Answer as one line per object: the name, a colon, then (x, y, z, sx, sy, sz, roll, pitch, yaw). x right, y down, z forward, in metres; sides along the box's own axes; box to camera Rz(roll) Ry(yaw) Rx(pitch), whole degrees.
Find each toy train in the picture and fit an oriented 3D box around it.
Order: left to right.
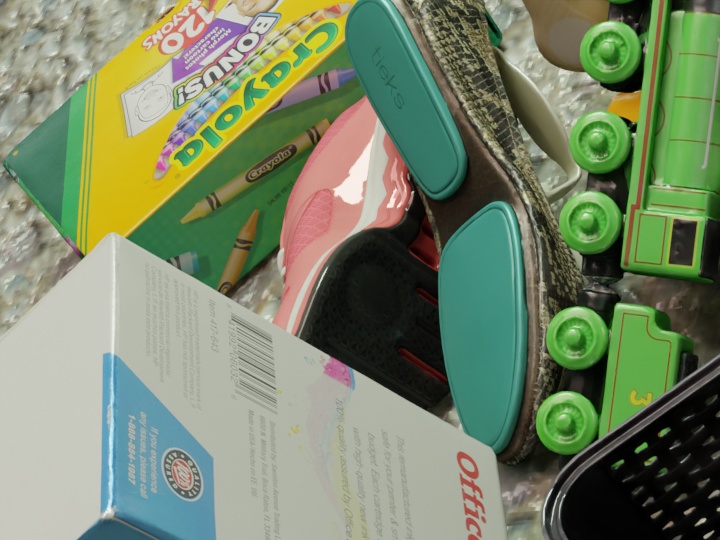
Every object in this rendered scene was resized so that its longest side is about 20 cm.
toy train: (0.101, -0.023, 1.013, 0.056, 0.042, 0.200, 7, 88, 19)

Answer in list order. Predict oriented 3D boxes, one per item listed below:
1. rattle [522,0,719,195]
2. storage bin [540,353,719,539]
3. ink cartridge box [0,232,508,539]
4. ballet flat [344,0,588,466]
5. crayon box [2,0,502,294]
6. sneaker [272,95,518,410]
rattle: (0.105, -0.133, 1.052, 0.130, 0.200, 0.143, 25, 42, 20)
storage bin: (0.173, 0.078, 0.881, 0.200, 0.094, 0.135, -36, 37, 7)
ink cartridge box: (-0.042, 0.108, 0.967, 0.125, 0.200, 0.129, -41, 33, 29)
ballet flat: (0.055, -0.025, 1.090, 0.068, 0.075, 0.200, -42, 59, 51)
crayon box: (-0.049, -0.074, 1.256, 0.200, 0.058, 0.119, -42, 37, -3)
sneaker: (0.000, 0.000, 1.147, 0.087, 0.074, 0.200, -24, 35, 47)
